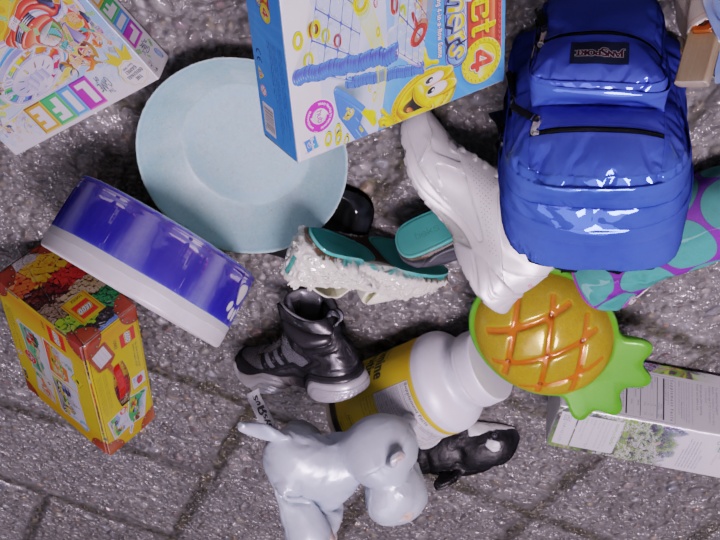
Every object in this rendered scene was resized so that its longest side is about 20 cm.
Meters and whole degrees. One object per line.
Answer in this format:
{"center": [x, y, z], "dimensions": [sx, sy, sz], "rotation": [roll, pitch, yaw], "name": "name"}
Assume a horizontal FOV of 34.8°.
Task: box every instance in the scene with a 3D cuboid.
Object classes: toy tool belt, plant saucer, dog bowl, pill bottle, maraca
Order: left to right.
{"center": [-0.205, -0.008, 1.123], "dimensions": [0.199, 0.079, 0.200], "rotation": [30, 172, 4], "name": "dog bowl"}
{"center": [-0.108, -0.111, 1.072], "dimensions": [0.198, 0.039, 0.203], "rotation": [3, 123, 5], "name": "plant saucer"}
{"center": [0.065, 0.133, 1.261], "dimensions": [0.199, 0.113, 0.112], "rotation": [-26, 126, 35], "name": "pill bottle"}
{"center": [0.201, 0.073, 1.158], "dimensions": [0.199, 0.107, 0.137], "rotation": [35, 118, -11], "name": "maraca"}
{"center": [0.324, -0.194, 0.832], "dimensions": [0.198, 0.124, 0.125], "rotation": [-13, 133, 25], "name": "toy tool belt"}

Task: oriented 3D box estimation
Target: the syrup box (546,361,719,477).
{"center": [0.307, 0.154, 1.248], "dimensions": [0.197, 0.082, 0.079], "rotation": [10, 140, 3], "name": "syrup box"}

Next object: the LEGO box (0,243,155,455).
{"center": [-0.315, 0.088, 1.285], "dimensions": [0.148, 0.077, 0.201], "rotation": [33, 144, 24], "name": "LEGO box"}

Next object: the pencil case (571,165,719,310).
{"center": [0.292, -0.032, 1.046], "dimensions": [0.199, 0.085, 0.093], "rotation": [-24, 111, 34], "name": "pencil case"}

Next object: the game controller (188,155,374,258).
{"center": [-0.087, -0.061, 1.150], "dimensions": [0.198, 0.042, 0.105], "rotation": [17, 124, -5], "name": "game controller"}

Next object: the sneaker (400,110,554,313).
{"center": [0.110, -0.069, 1.020], "dimensions": [0.099, 0.078, 0.201], "rotation": [-32, 84, 17], "name": "sneaker"}

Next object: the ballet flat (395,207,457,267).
{"center": [0.127, -0.052, 1.086], "dimensions": [0.198, 0.074, 0.073], "rotation": [-23, 128, 26], "name": "ballet flat"}

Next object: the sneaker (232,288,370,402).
{"center": [-0.074, 0.074, 1.264], "dimensions": [0.199, 0.075, 0.115], "rotation": [5, 113, 45], "name": "sneaker"}

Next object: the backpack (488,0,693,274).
{"center": [0.179, -0.106, 0.905], "dimensions": [0.160, 0.201, 0.169], "rotation": [0, 137, 15], "name": "backpack"}

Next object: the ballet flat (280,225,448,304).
{"center": [0.000, 0.000, 1.119], "dimensions": [0.199, 0.073, 0.071], "rotation": [12, 147, -43], "name": "ballet flat"}

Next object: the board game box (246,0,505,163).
{"center": [0.014, -0.206, 0.837], "dimensions": [0.194, 0.056, 0.202], "rotation": [-25, 132, -23], "name": "board game box"}

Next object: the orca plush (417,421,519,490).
{"center": [0.090, 0.226, 1.386], "dimensions": [0.197, 0.072, 0.106], "rotation": [5, 138, 8], "name": "orca plush"}

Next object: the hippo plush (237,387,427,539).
{"center": [-0.013, 0.195, 1.202], "dimensions": [0.159, 0.160, 0.202], "rotation": [-15, 107, 8], "name": "hippo plush"}

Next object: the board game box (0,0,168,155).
{"center": [-0.292, -0.195, 1.049], "dimensions": [0.198, 0.034, 0.135], "rotation": [-20, 129, 31], "name": "board game box"}
